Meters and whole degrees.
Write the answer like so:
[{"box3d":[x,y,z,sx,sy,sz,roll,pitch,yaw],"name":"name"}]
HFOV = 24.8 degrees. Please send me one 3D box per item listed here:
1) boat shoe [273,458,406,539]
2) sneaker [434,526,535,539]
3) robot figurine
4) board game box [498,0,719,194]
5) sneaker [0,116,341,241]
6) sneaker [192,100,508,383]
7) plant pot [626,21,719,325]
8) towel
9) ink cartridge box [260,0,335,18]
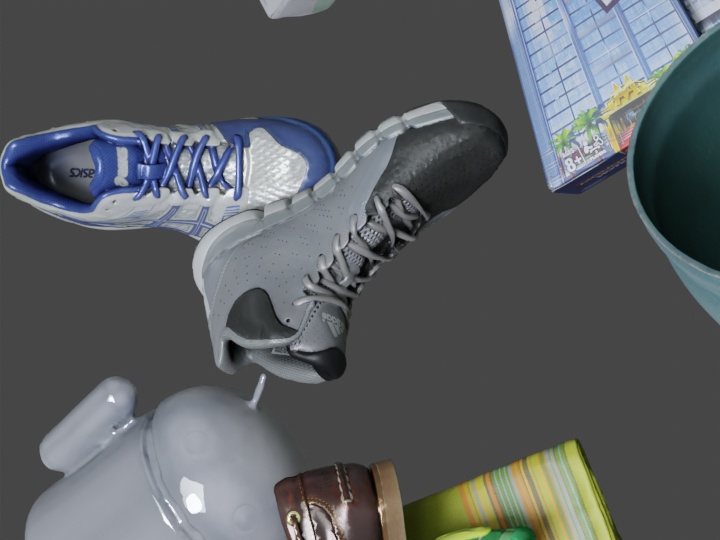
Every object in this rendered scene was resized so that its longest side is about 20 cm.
[{"box3d":[-0.004,0.199,0.867,0.070,0.070,0.201,-9,97,-8],"name":"boat shoe"},{"box3d":[0.097,0.225,0.845,0.083,0.074,0.201,-26,92,25],"name":"sneaker"},{"box3d":[-0.107,0.141,0.919,0.200,0.113,0.170,-36,99,19],"name":"robot figurine"},{"box3d":[0.142,-0.175,0.839,0.199,0.062,0.201,-31,80,20],"name":"board game box"},{"box3d":[-0.112,-0.050,0.932,0.199,0.088,0.076,-3,88,21],"name":"sneaker"},{"box3d":[0.000,0.000,0.869,0.199,0.075,0.116,-30,44,23],"name":"sneaker"},{"box3d":[0.235,-0.024,0.737,0.199,0.134,0.201,-17,42,16],"name":"plant pot"},{"box3d":[0.049,0.166,0.908,0.199,0.018,0.087,-24,78,21],"name":"towel"},{"box3d":[-0.027,-0.253,0.864,0.200,0.050,0.162,-41,73,51],"name":"ink cartridge box"}]
